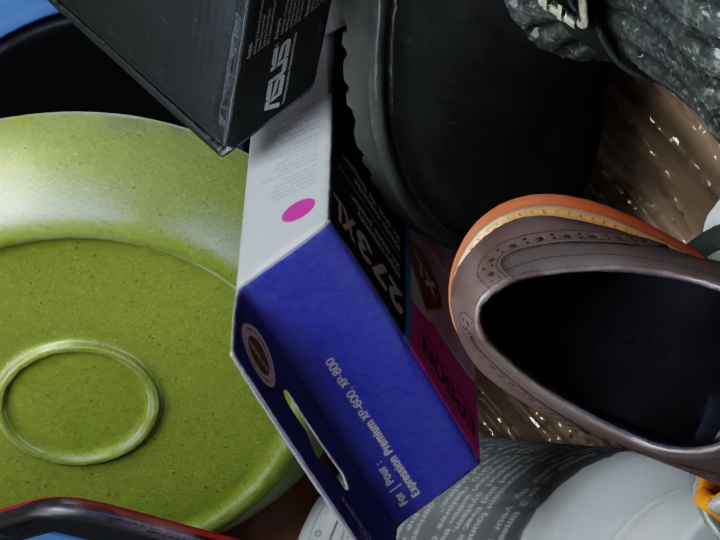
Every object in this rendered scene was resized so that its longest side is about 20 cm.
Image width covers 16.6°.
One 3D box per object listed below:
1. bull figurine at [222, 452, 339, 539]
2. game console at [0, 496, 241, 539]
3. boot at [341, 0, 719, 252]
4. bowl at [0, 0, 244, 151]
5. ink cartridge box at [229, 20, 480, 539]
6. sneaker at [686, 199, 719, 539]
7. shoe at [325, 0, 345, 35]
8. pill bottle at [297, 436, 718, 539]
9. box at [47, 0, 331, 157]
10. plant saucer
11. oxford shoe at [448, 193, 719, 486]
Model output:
[{"bbox_3d":[-0.029,0.085,0.943,0.065,0.201,0.121,4,175,12],"label":"bull figurine"},{"bbox_3d":[-0.080,0.155,0.838,0.200,0.118,0.173,-20,89,51],"label":"game console"},{"bbox_3d":[0.071,-0.064,0.662,0.158,0.079,0.212,33,145,36],"label":"boot"},{"bbox_3d":[-0.122,-0.015,0.890,0.039,0.200,0.201,30,144,37],"label":"bowl"},{"bbox_3d":[0.000,0.000,0.750,0.095,0.037,0.200,58,-161,-27],"label":"ink cartridge box"},{"bbox_3d":[0.140,0.075,0.711,0.201,0.079,0.074,58,151,-9],"label":"sneaker"},{"bbox_3d":[-0.078,-0.149,0.812,0.200,0.071,0.091,33,145,36],"label":"shoe"},{"bbox_3d":[0.071,0.114,0.825,0.200,0.113,0.113,-2,119,59],"label":"pill bottle"},{"bbox_3d":[-0.081,-0.156,0.675,0.193,0.047,0.200,44,151,17],"label":"box"},{"bbox_3d":[-0.095,0.036,0.822,0.031,0.199,0.201,-97,-1,-49],"label":"plant saucer"},{"bbox_3d":[0.116,0.037,0.629,0.199,0.072,0.073,15,-170,2],"label":"oxford shoe"}]
